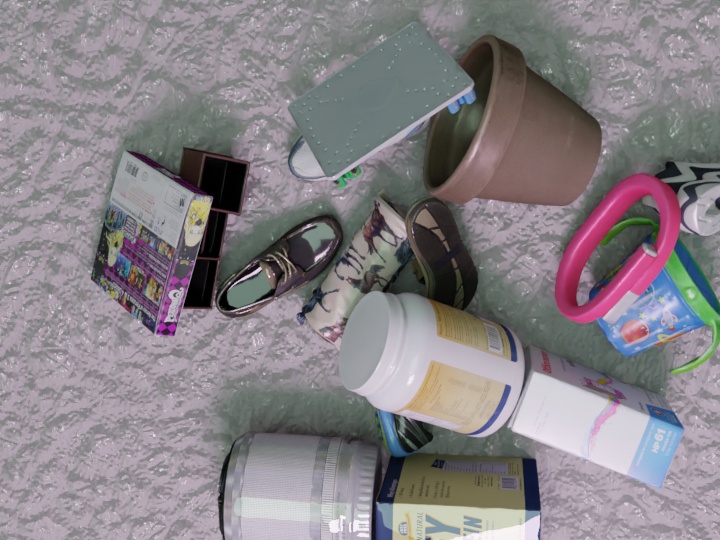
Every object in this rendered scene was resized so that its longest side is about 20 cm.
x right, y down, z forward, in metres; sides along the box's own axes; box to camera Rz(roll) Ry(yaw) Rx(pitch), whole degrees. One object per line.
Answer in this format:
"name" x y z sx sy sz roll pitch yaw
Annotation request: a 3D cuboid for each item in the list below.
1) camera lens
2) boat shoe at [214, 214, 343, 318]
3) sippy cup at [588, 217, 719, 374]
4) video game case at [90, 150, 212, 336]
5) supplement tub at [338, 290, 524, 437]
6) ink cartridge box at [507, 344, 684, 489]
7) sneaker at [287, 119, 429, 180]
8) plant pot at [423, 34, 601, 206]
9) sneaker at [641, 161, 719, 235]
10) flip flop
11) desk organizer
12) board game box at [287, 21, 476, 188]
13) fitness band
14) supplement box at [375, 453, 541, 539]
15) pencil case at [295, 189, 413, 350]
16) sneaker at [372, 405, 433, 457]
"camera lens" -0.077 0.295 1.434 0.196 0.160 0.163 3 99 6
"boat shoe" -0.106 0.002 1.443 0.199 0.073 0.075 -38 94 11
"sippy cup" 0.358 0.034 1.374 0.129 0.179 0.140 -34 123 21
"video game case" -0.270 -0.038 1.411 0.035 0.199 0.184 9 103 -40
"supplement tub" 0.086 0.112 1.356 0.197 0.144 0.146 20 102 -25
"ink cartridge box" 0.288 0.179 1.390 0.197 0.145 0.086 20 100 2
"sneaker" -0.007 -0.175 1.398 0.198 0.086 0.079 -26 95 10
"plant pot" 0.192 -0.161 1.341 0.172 0.200 0.203 17 101 -14
"sneaker" 0.431 -0.106 1.368 0.197 0.129 0.081 -27 120 -25
"flip flop" 0.093 -0.014 1.400 0.081 0.057 0.202 -35 130 -15
"desk organizer" -0.201 -0.050 1.421 0.071 0.077 0.204 9 94 -28
"board game box" 0.022 -0.202 1.334 0.198 0.201 0.026 -33 128 3
"fitness band" 0.304 -0.023 1.331 0.037 0.145 0.201 22 123 -23
"supplement box" 0.125 0.328 1.404 0.196 0.200 0.137 1 98 7
"pencil case" 0.000 0.000 1.429 0.089 0.078 0.201 39 102 22
"sneaker" 0.051 0.141 1.459 0.081 0.071 0.203 -13 95 -14
